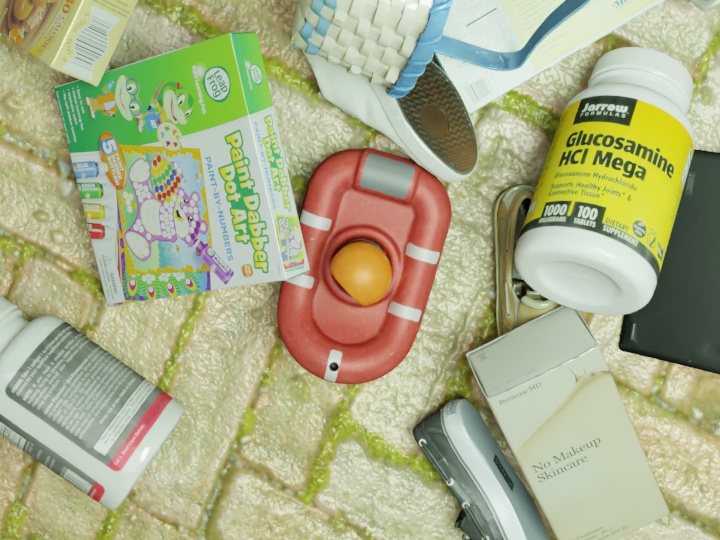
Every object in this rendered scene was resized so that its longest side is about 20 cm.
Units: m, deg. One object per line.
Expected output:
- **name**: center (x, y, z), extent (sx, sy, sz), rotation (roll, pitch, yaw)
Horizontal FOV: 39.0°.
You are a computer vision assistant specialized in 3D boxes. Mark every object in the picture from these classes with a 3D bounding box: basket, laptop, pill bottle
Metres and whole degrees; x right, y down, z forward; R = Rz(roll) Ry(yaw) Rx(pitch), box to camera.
- **basket**: center (0.055, -0.208, 0.757), extent (0.199, 0.176, 0.140), rotation (17, 76, -11)
- **laptop**: center (0.357, -0.003, 0.908), extent (0.199, 0.116, 0.189), rotation (12, 99, 29)
- **pill bottle**: center (-0.265, 0.110, 0.894), extent (0.199, 0.111, 0.111), rotation (36, 97, -3)
- **pill bottle**: center (0.204, -0.076, 0.822), extent (0.112, 0.113, 0.201), rotation (22, 68, -1)

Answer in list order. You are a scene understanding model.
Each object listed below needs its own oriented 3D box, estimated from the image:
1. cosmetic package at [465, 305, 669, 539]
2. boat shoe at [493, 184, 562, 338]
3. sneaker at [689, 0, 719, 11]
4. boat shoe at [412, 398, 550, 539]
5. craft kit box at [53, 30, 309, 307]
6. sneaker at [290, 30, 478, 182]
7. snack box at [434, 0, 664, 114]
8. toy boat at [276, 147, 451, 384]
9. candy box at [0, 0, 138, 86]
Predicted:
- **cosmetic package**: center (0.179, 0.140, 0.867), extent (0.103, 0.073, 0.201), rotation (-27, 119, 5)
- **boat shoe**: center (0.151, 0.027, 0.885), extent (0.071, 0.076, 0.202), rotation (-14, 97, 4)
- **sneaker**: center (0.239, -0.297, 0.798), extent (0.075, 0.090, 0.200), rotation (-29, 120, 33)
- **boat shoe**: center (0.111, 0.214, 0.920), extent (0.066, 0.070, 0.201), rotation (-27, 99, 23)
- **craft kit box**: center (-0.153, -0.079, 0.859), extent (0.196, 0.048, 0.202), rotation (-10, 97, 27)
- **sneaker**: center (0.019, -0.151, 0.872), extent (0.200, 0.085, 0.073), rotation (50, 56, -4)
- **snack box**: center (0.150, -0.234, 0.869), extent (0.199, 0.037, 0.117), rotation (-29, 97, 6)
- **toy boat**: center (0.000, 0.000, 0.859), extent (0.130, 0.131, 0.201), rotation (16, 98, 0)
- **candy box**: center (-0.225, -0.269, 0.843), extent (0.115, 0.055, 0.201), rotation (33, 99, 33)
